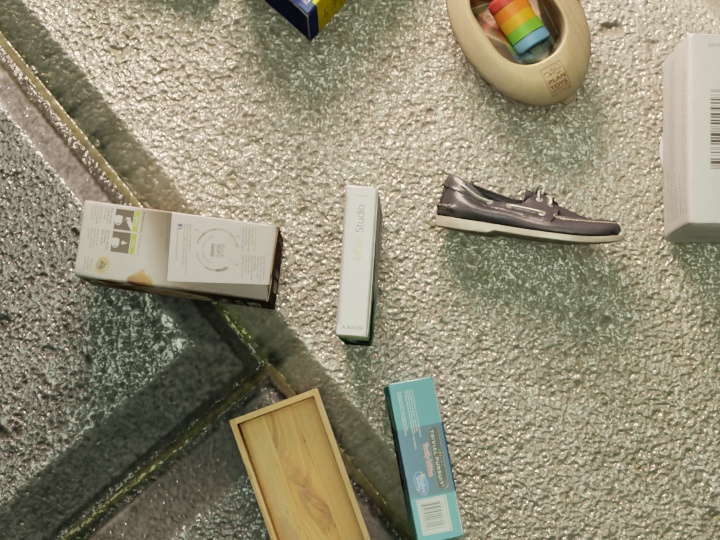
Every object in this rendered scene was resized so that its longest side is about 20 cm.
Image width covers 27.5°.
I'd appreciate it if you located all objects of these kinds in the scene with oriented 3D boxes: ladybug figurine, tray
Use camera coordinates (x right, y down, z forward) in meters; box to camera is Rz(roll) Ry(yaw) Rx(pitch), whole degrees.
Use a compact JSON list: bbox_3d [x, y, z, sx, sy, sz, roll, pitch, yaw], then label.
[{"bbox_3d":[0.167,-0.260,1.567,0.135,0.072,0.201,-29,85,-3],"label":"ladybug figurine"},{"bbox_3d":[-0.057,0.235,1.542,0.098,0.037,0.201,-20,86,-2],"label":"tray"}]

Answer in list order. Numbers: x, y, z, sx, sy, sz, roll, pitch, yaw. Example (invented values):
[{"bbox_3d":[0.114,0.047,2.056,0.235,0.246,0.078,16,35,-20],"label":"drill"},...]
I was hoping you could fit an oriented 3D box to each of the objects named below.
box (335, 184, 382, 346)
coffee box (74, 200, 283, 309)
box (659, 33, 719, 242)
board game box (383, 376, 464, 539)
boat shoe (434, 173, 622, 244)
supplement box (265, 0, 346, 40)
[{"bbox_3d":[0.000,0.000,1.481,0.036,0.200,0.145,4,85,3],"label":"box"},{"bbox_3d":[-0.184,-0.014,1.524,0.198,0.114,0.080,7,85,1],"label":"coffee box"},{"bbox_3d":[0.422,-0.133,1.528,0.198,0.131,0.201,1,85,-1],"label":"box"},{"bbox_3d":[0.061,0.185,1.464,0.047,0.200,0.152,-10,85,-1],"label":"board game box"},{"bbox_3d":[0.179,-0.063,1.551,0.198,0.073,0.063,7,88,5],"label":"boat shoe"},{"bbox_3d":[-0.029,-0.363,1.557,0.109,0.110,0.200,40,86,3],"label":"supplement box"}]
